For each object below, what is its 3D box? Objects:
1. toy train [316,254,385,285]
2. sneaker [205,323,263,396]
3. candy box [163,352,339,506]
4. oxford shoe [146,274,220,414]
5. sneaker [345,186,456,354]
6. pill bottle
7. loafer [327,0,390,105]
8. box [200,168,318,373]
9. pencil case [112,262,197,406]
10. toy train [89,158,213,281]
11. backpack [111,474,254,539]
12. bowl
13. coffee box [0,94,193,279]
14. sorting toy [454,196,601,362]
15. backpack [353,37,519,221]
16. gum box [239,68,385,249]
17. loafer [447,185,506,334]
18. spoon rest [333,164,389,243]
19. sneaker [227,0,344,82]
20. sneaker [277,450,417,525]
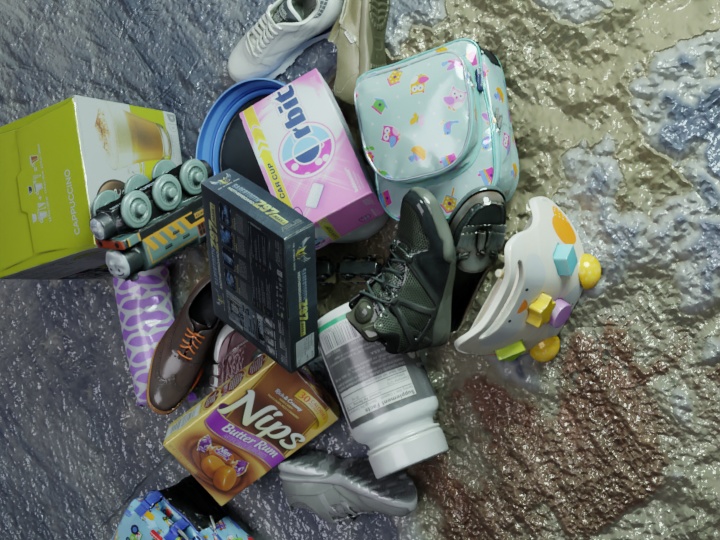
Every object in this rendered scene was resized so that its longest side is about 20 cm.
[{"bbox_3d":[0.000,0.000,1.299,0.198,0.046,0.035,-2,75,28],"label":"toy train"},{"bbox_3d":[-0.144,0.173,1.363,0.114,0.075,0.203,7,93,26],"label":"sneaker"},{"bbox_3d":[-0.138,0.193,1.315,0.199,0.057,0.117,-38,107,9],"label":"candy box"},{"bbox_3d":[-0.230,0.093,1.366,0.070,0.073,0.202,23,78,-7],"label":"oxford shoe"},{"bbox_3d":[0.044,0.010,1.146,0.076,0.113,0.202,43,142,47],"label":"sneaker"},{"bbox_3d":[0.026,0.138,1.243,0.112,0.113,0.202,-27,77,26],"label":"pill bottle"},{"bbox_3d":[-0.005,-0.302,1.286,0.067,0.076,0.203,2,90,23],"label":"loafer"},{"bbox_3d":[-0.118,0.001,1.223,0.157,0.051,0.202,32,136,35],"label":"box"},{"bbox_3d":[-0.288,0.088,1.437,0.083,0.085,0.203,-17,81,44],"label":"pencil case"},{"bbox_3d":[-0.256,-0.068,1.321,0.084,0.200,0.115,3,118,38],"label":"toy train"},{"bbox_3d":[-0.228,0.404,1.374,0.199,0.134,0.184,38,108,21],"label":"backpack"},{"bbox_3d":[-0.130,-0.152,1.376,0.198,0.039,0.204,0,89,30],"label":"bowl"},{"bbox_3d":[-0.377,-0.105,1.420,0.198,0.197,0.203,-13,83,30],"label":"coffee box"},{"bbox_3d":[0.168,0.027,1.126,0.106,0.179,0.202,33,106,25],"label":"sorting toy"},{"bbox_3d":[0.089,-0.150,1.193,0.174,0.153,0.203,-13,91,23],"label":"backpack"},{"bbox_3d":[-0.062,-0.137,1.256,0.112,0.066,0.202,-27,65,8],"label":"gum box"},{"bbox_3d":[0.126,-0.007,1.171,0.201,0.071,0.063,107,155,-47],"label":"loafer"},{"bbox_3d":[-0.053,-0.062,1.306,0.198,0.061,0.100,-28,99,5],"label":"spoon rest"},{"bbox_3d":[-0.107,-0.313,1.341,0.199,0.080,0.077,-31,77,27],"label":"sneaker"},{"bbox_3d":[-0.013,0.282,1.300,0.198,0.074,0.083,6,107,35],"label":"sneaker"}]
